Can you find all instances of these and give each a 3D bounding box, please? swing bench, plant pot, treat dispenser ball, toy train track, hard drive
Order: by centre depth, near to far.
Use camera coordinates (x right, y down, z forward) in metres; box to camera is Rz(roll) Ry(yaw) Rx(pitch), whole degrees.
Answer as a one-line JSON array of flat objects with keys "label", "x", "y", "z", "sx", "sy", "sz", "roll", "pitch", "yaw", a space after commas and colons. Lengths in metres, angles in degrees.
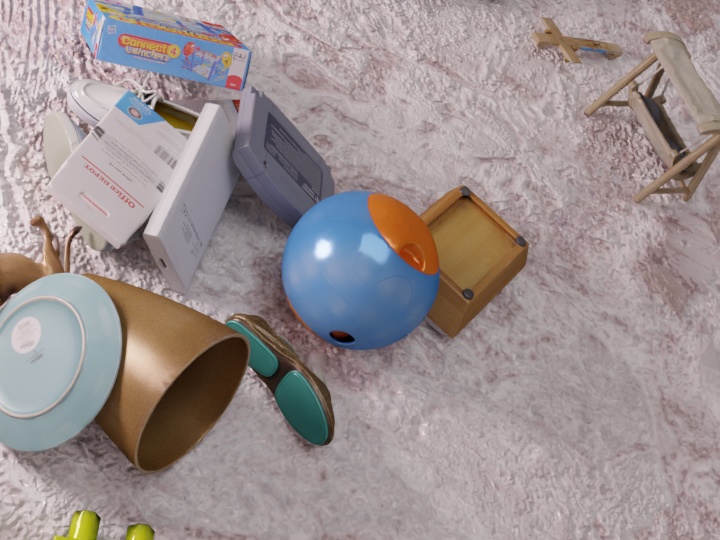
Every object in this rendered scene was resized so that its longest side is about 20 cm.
[{"label": "plant pot", "x": -0.259, "y": 0.096, "z": 1.410, "sx": 0.200, "sy": 0.187, "sz": 0.186, "roll": 33, "pitch": 47, "yaw": 19}, {"label": "hard drive", "x": -0.205, "y": -0.090, "z": 1.561, "sx": 0.026, "sy": 0.132, "sz": 0.200, "roll": 11, "pitch": 61, "yaw": 16}, {"label": "treat dispenser ball", "x": 0.000, "y": 0.000, "z": 1.579, "sx": 0.200, "sy": 0.201, "sz": 0.201, "roll": 14, "pitch": 52, "yaw": -18}, {"label": "swing bench", "x": 0.498, "y": -0.245, "z": 2.013, "sx": 0.130, "sy": 0.200, "sz": 0.199, "roll": -5, "pitch": 60, "yaw": -30}, {"label": "toy train track", "x": 0.370, "y": -0.383, "z": 2.163, "sx": 0.200, "sy": 0.033, "sz": 0.115, "roll": 0, "pitch": 50, "yaw": -34}]

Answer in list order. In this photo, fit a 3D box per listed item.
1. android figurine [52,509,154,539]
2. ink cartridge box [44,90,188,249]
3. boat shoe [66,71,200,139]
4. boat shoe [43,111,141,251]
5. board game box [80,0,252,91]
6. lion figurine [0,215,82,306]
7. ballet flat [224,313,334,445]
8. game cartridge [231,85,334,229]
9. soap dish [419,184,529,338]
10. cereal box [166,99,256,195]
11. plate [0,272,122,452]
[{"label": "android figurine", "x": -0.272, "y": 0.350, "z": 1.290, "sx": 0.182, "sy": 0.041, "sz": 0.200, "roll": 16, "pitch": 51, "yaw": -17}, {"label": "ink cartridge box", "x": -0.296, "y": -0.111, "z": 1.513, "sx": 0.116, "sy": 0.068, "sz": 0.200, "roll": 40, "pitch": 44, "yaw": -12}, {"label": "boat shoe", "x": -0.276, "y": -0.209, "z": 1.610, "sx": 0.202, "sy": 0.086, "sz": 0.075, "roll": 25, "pitch": 51, "yaw": -6}, {"label": "boat shoe", "x": -0.337, "y": -0.113, "z": 1.582, "sx": 0.071, "sy": 0.070, "sz": 0.201, "roll": -11, "pitch": 66, "yaw": -44}, {"label": "board game box", "x": -0.266, "y": -0.309, "z": 1.693, "sx": 0.200, "sy": 0.056, "sz": 0.196, "roll": 9, "pitch": 17, "yaw": -22}, {"label": "lion figurine", "x": -0.402, "y": 0.004, "z": 1.456, "sx": 0.200, "sy": 0.072, "sz": 0.123, "roll": -7, "pitch": 68, "yaw": -36}, {"label": "ballet flat", "x": -0.088, "y": 0.127, "z": 1.542, "sx": 0.200, "sy": 0.068, "sz": 0.072, "roll": 45, "pitch": 30, "yaw": 13}, {"label": "game cartridge", "x": -0.102, "y": -0.136, "z": 1.668, "sx": 0.200, "sy": 0.041, "sz": 0.133, "roll": 47, "pitch": 32, "yaw": -41}, {"label": "soap dish", "x": 0.131, "y": -0.020, "z": 1.740, "sx": 0.157, "sy": 0.081, "sz": 0.200, "roll": 43, "pitch": 50, "yaw": 7}, {"label": "cereal box", "x": -0.221, "y": -0.164, "z": 1.690, "sx": 0.200, "sy": 0.040, "sz": 0.144, "roll": -5, "pitch": 59, "yaw": -30}, {"label": "plate", "x": -0.345, "y": 0.095, "z": 1.352, "sx": 0.026, "sy": 0.200, "sz": 0.200, "roll": 34, "pitch": 32, "yaw": -57}]
